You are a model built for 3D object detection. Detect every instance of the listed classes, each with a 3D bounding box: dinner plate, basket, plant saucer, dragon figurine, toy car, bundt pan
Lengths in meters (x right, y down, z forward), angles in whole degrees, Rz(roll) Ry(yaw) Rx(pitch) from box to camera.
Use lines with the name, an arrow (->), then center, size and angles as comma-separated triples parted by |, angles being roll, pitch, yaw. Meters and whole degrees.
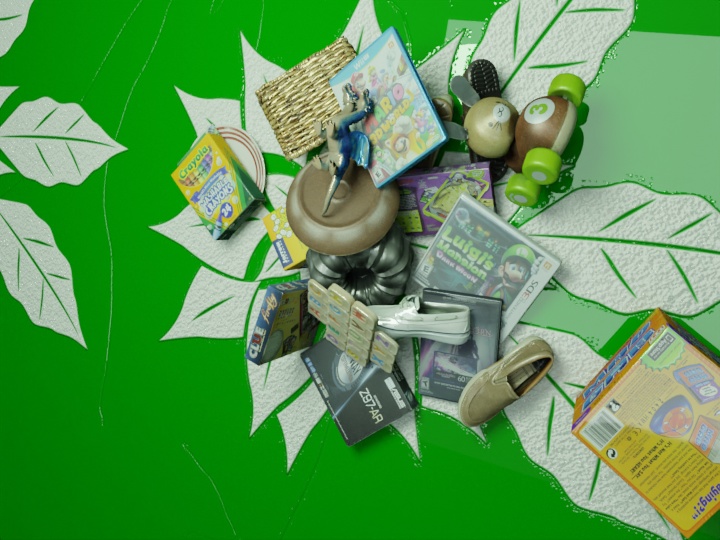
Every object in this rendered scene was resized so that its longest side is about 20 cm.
dinner plate -> -0.277, -0.196, 1.285 | 0.195, 0.024, 0.206 | 2, 94, 24
basket -> -0.064, -0.283, 1.118 | 0.197, 0.143, 0.151 | -30, 80, 3
plant saucer -> -0.033, -0.125, 1.035 | 0.195, 0.037, 0.205 | -3, 65, 7
dragon figurine -> -0.023, -0.189, 0.980 | 0.058, 0.098, 0.206 | 13, 110, 45
toy car -> 0.218, -0.227, 0.963 | 0.196, 0.158, 0.167 | 23, 72, 2
bundt pan -> 0.000, 0.000, 1.092 | 0.196, 0.077, 0.205 | -1, 132, -2

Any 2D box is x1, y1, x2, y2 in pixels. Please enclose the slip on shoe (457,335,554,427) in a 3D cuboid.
slip on shoe -> 0.245, 0.196, 1.052 | 0.199, 0.061, 0.076 | -41, 107, 8

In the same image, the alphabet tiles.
alphabet tiles -> -0.019, 0.100, 1.078 | 0.194, 0.201, 0.015 | 37, 63, 15

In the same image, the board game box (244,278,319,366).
board game box -> -0.127, 0.088, 1.147 | 0.034, 0.199, 0.139 | 24, 102, 19

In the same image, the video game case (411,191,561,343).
video game case -> 0.208, -0.001, 1.063 | 0.198, 0.023, 0.184 | 36, 119, 10

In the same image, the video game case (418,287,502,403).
video game case -> 0.174, 0.138, 1.102 | 0.139, 0.019, 0.206 | 8, 109, 22

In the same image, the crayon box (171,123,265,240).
crayon box -> -0.295, -0.180, 1.255 | 0.125, 0.051, 0.202 | -41, 78, 20

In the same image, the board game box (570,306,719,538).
board game box -> 0.454, 0.207, 0.912 | 0.199, 0.199, 0.202 | 41, 107, 14

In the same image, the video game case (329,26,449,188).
video game case -> 0.041, -0.255, 0.987 | 0.142, 0.018, 0.204 | -31, 77, 31

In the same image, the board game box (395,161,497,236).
board game box -> 0.135, -0.120, 1.084 | 0.195, 0.033, 0.122 | -2, 129, 22

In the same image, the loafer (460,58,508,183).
loafer -> 0.210, -0.250, 1.062 | 0.071, 0.071, 0.206 | -9, 101, -12

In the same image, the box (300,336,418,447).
box -> -0.005, 0.207, 1.189 | 0.159, 0.043, 0.203 | -32, 81, 22

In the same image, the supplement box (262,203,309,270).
supplement box -> -0.063, -0.094, 1.156 | 0.197, 0.109, 0.111 | -29, 83, 22

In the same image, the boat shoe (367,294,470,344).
boat shoe -> 0.092, 0.073, 1.064 | 0.194, 0.074, 0.068 | 6, 116, 4

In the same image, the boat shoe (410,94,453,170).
boat shoe -> 0.108, -0.216, 1.102 | 0.071, 0.065, 0.202 | 31, 124, 4
